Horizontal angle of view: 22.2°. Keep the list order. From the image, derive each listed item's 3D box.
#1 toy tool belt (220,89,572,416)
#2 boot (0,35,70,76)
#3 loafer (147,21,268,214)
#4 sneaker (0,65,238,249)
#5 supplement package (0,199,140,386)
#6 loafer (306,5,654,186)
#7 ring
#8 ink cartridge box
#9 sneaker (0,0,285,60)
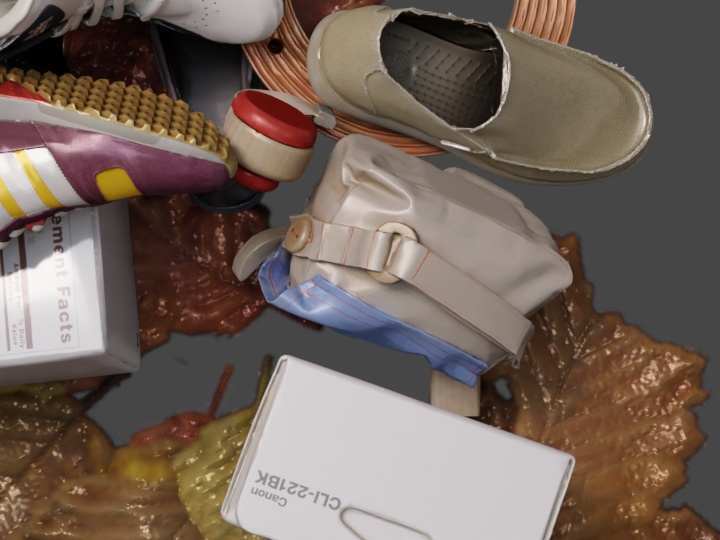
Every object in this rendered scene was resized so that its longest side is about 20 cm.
[{"bbox_3d":[0.000,0.000,0.954,0.200,0.125,0.123,23,108,-18],"label":"toy tool belt"},{"bbox_3d":[-0.244,-0.097,0.943,0.162,0.198,0.073,-8,87,7],"label":"boot"},{"bbox_3d":[-0.083,-0.133,1.003,0.072,0.063,0.200,-9,84,1],"label":"loafer"},{"bbox_3d":[-0.162,-0.047,0.885,0.200,0.075,0.090,10,108,-6],"label":"sneaker"},{"bbox_3d":[-0.225,0.004,0.966,0.200,0.117,0.117,-6,82,0],"label":"supplement package"},{"bbox_3d":[0.072,-0.091,0.965,0.200,0.068,0.076,10,87,-19],"label":"loafer"},{"bbox_3d":[0.022,-0.160,1.008,0.200,0.019,0.201,1,85,-13],"label":"ring"},{"bbox_3d":[0.019,0.107,0.907,0.144,0.200,0.084,19,85,3],"label":"ink cartridge box"},{"bbox_3d":[-0.137,-0.135,0.899,0.199,0.079,0.130,30,49,-21],"label":"sneaker"}]
